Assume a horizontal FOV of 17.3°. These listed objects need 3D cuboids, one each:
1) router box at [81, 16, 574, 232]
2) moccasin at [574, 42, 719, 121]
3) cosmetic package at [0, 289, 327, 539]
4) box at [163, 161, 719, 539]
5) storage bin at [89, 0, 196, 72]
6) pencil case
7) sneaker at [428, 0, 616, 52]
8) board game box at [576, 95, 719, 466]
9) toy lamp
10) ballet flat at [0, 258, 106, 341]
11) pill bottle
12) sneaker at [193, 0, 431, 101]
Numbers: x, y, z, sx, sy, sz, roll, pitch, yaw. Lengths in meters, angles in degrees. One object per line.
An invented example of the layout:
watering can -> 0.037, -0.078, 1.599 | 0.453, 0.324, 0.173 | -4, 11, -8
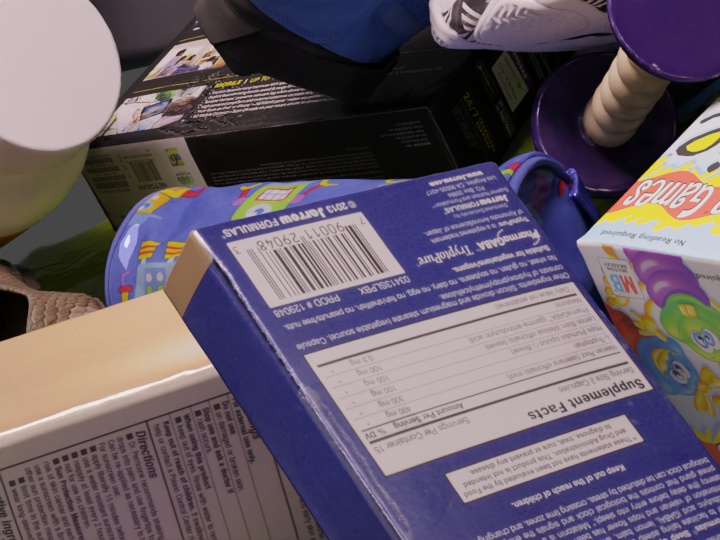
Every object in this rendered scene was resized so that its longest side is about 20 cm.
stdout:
router box -> -0.009, -0.085, 1.047 | 0.199, 0.051, 0.149 | -4, 36, 37
moccasin -> 0.149, -0.122, 0.878 | 0.200, 0.068, 0.081 | -39, 7, 35
cosmetic package -> -0.067, 0.068, 0.763 | 0.199, 0.106, 0.071 | -17, 25, -8
box -> 0.045, 0.060, 0.663 | 0.121, 0.032, 0.200 | -13, 57, -39
storage bin -> -0.134, -0.155, 1.207 | 0.134, 0.146, 0.200 | -9, 21, -22
pencil case -> 0.000, 0.000, 0.877 | 0.199, 0.078, 0.087 | -5, 37, 37
sneaker -> 0.092, -0.150, 0.841 | 0.075, 0.116, 0.200 | -1, -12, -36
board game box -> 0.180, -0.026, 0.734 | 0.105, 0.103, 0.200 | 10, 47, 49
toy lamp -> 0.095, -0.066, 0.829 | 0.058, 0.058, 0.200 | -35, -7, -11
ballet flat -> -0.139, 0.030, 0.950 | 0.046, 0.068, 0.200 | 7, 10, -23
pill bottle -> -0.186, -0.057, 1.037 | 0.200, 0.111, 0.111 | -28, 19, 52
sneaker -> 0.021, -0.125, 0.952 | 0.199, 0.077, 0.111 | -17, -23, -41
